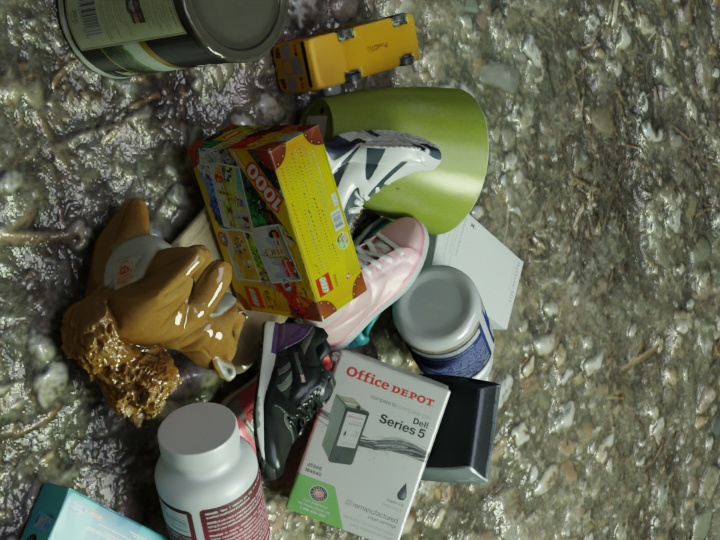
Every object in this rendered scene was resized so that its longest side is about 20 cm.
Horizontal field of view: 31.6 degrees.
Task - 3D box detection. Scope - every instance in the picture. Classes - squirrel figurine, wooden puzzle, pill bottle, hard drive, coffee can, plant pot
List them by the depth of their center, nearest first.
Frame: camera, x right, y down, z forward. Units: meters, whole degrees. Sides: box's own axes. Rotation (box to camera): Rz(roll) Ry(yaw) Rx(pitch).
[{"bbox_3d":[-0.192,-0.278,1.296,0.146,0.199,0.148,-2,93,-48],"label":"coffee can"},{"bbox_3d":[-0.213,0.062,1.355,0.201,0.141,0.187,-53,141,-13],"label":"squirrel figurine"},{"bbox_3d":[-0.160,0.247,1.375,0.113,0.112,0.202,-40,136,-40],"label":"pill bottle"},{"bbox_3d":[-0.135,-0.010,1.494,0.200,0.037,0.186,-49,126,-30],"label":"wooden puzzle"},{"bbox_3d":[0.026,-0.150,1.582,0.198,0.186,0.189,7,86,-32],"label":"plant pot"},{"bbox_3d":[0.082,0.197,1.614,0.042,0.199,0.136,20,75,-45],"label":"hard drive"},{"bbox_3d":[0.116,0.083,1.676,0.200,0.115,0.117,61,45,-61],"label":"pill bottle"}]

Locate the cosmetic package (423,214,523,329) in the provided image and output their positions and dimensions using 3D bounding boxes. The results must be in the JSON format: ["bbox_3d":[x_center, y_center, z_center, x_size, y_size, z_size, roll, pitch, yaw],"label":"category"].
[{"bbox_3d":[0.135,-0.006,1.758,0.199,0.081,0.114,33,65,-43],"label":"cosmetic package"}]

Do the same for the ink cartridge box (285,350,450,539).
[{"bbox_3d":[0.011,0.213,1.540,0.084,0.144,0.202,46,63,-85],"label":"ink cartridge box"}]

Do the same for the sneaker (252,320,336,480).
[{"bbox_3d":[-0.072,0.139,1.422,0.076,0.086,0.202,88,4,-52],"label":"sneaker"}]

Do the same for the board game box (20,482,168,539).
[{"bbox_3d":[-0.298,0.342,1.304,0.151,0.047,0.202,40,62,-42],"label":"board game box"}]

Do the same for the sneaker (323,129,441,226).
[{"bbox_3d":[-0.006,-0.089,1.473,0.197,0.080,0.131,-5,112,-15],"label":"sneaker"}]

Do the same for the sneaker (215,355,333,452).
[{"bbox_3d":[-0.104,0.156,1.489,0.201,0.086,0.074,-53,126,-33],"label":"sneaker"}]

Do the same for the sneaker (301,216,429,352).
[{"bbox_3d":[0.000,0.000,1.522,0.200,0.075,0.105,-48,144,-8],"label":"sneaker"}]

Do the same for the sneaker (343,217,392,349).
[{"bbox_3d":[0.017,0.020,1.628,0.078,0.079,0.201,47,57,-37],"label":"sneaker"}]

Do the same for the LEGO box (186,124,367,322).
[{"bbox_3d":[-0.092,-0.056,1.401,0.077,0.148,0.202,-33,115,-36],"label":"LEGO box"}]

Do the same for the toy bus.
[{"bbox_3d":[-0.012,-0.273,1.589,0.199,0.078,0.066,-26,109,-45],"label":"toy bus"}]
